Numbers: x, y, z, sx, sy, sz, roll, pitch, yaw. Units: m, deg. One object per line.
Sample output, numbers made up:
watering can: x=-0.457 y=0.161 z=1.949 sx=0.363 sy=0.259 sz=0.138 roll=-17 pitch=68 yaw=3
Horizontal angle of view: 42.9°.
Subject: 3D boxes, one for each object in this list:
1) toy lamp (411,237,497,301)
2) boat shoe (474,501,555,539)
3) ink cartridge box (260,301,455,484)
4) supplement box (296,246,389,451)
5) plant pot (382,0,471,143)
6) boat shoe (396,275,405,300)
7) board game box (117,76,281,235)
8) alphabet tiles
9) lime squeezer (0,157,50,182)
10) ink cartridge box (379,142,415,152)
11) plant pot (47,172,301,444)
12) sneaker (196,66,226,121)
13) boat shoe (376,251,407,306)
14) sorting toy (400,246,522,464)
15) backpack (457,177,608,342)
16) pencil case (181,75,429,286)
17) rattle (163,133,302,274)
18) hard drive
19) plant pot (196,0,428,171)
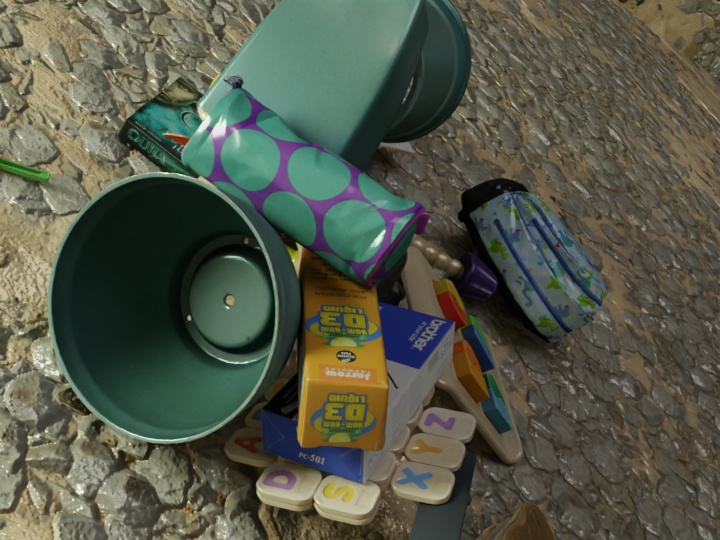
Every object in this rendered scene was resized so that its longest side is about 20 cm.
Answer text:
toy lamp: x=0.079 y=-0.021 z=1.110 sx=0.199 sy=0.058 sz=0.058 roll=29 pitch=36 yaw=-16
boat shoe: x=0.132 y=0.261 z=0.834 sx=0.200 sy=0.069 sz=0.074 roll=19 pitch=45 yaw=-65
ink cartridge box: x=0.005 y=0.096 z=0.794 sx=0.093 sy=0.045 sz=0.200 roll=13 pitch=30 yaw=22
supplement box: x=-0.018 y=0.055 z=0.742 sx=0.066 sy=0.069 sz=0.201 roll=4 pitch=33 yaw=-8
plant pot: x=0.016 y=-0.235 z=1.034 sx=0.200 sy=0.200 sz=0.196 roll=42 pitch=19 yaw=1
boat shoe: x=-0.016 y=-0.039 z=0.996 sx=0.200 sy=0.067 sz=0.057 roll=40 pitch=57 yaw=-31
board game box: x=-0.152 y=-0.121 z=1.010 sx=0.199 sy=0.028 sz=0.136 roll=38 pitch=34 yaw=-7
alphabet tiles: x=-0.006 y=0.138 z=0.779 sx=0.194 sy=0.015 sz=0.200 roll=8 pitch=29 yaw=17
lime squeezer: x=-0.360 y=-0.133 z=0.787 sx=0.200 sy=0.070 sz=0.038 roll=53 pitch=2 yaw=-41
ink cartridge box: x=-0.038 y=-0.213 z=1.219 sx=0.199 sy=0.050 sz=0.162 roll=6 pitch=47 yaw=-48
plant pot: x=-0.129 y=0.027 z=0.743 sx=0.201 sy=0.200 sz=0.134 roll=50 pitch=15 yaw=12
sneaker: x=-0.083 y=-0.147 z=1.001 sx=0.200 sy=0.090 sz=0.070 roll=39 pitch=33 yaw=-5
boat shoe: x=0.001 y=-0.001 z=0.914 sx=0.074 sy=0.202 sz=0.065 roll=-40 pitch=70 yaw=-12
sorting toy: x=0.113 y=0.088 z=0.980 sx=0.200 sy=0.036 sz=0.186 roll=46 pitch=24 yaw=-43
backpack: x=0.225 y=-0.008 z=1.175 sx=0.163 sy=0.152 sz=0.202 roll=42 pitch=33 yaw=-60
pencil case: x=-0.046 y=-0.071 z=0.753 sx=0.199 sy=0.085 sz=0.092 roll=35 pitch=36 yaw=9
rattle: x=-0.096 y=-0.070 z=0.898 sx=0.201 sy=0.130 sz=0.143 roll=55 pitch=44 yaw=-8
hard drive: x=0.050 y=0.249 z=0.719 sx=0.042 sy=0.136 sz=0.200 roll=14 pitch=32 yaw=8
plant pot: x=-0.028 y=-0.188 z=0.875 sx=0.141 sy=0.201 sz=0.141 roll=34 pitch=2 yaw=7
